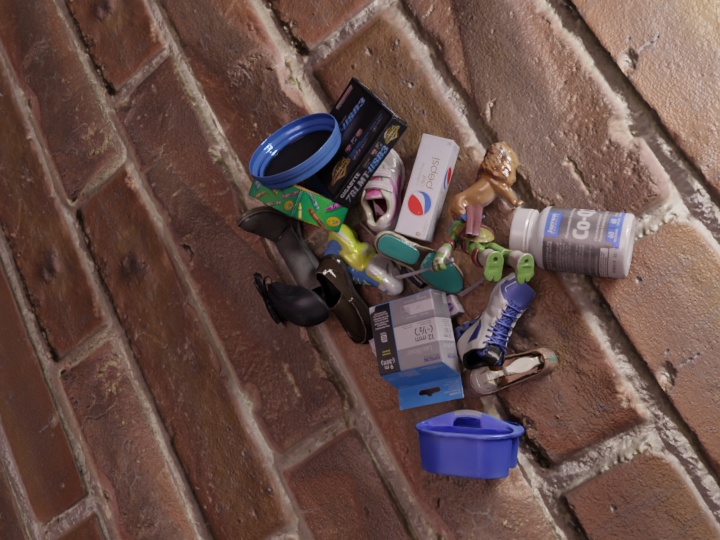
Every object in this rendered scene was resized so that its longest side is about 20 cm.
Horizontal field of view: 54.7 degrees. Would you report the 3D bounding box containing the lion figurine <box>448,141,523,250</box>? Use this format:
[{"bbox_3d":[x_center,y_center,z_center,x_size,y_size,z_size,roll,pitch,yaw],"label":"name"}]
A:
[{"bbox_3d":[0.227,-0.142,1.320,0.200,0.072,0.123,-39,85,10],"label":"lion figurine"}]

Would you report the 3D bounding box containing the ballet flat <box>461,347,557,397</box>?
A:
[{"bbox_3d":[0.262,0.186,1.283,0.199,0.067,0.069,-26,76,22],"label":"ballet flat"}]

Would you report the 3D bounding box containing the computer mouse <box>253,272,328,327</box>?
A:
[{"bbox_3d":[-0.147,0.077,1.428,0.199,0.053,0.139,7,134,45],"label":"computer mouse"}]

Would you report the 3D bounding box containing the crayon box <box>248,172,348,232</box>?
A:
[{"bbox_3d":[-0.130,-0.142,1.416,0.200,0.118,0.059,29,100,51],"label":"crayon box"}]

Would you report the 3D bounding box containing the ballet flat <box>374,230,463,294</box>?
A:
[{"bbox_3d":[0.119,-0.024,1.367,0.199,0.062,0.068,32,104,-2],"label":"ballet flat"}]

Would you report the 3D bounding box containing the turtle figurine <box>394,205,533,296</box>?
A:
[{"bbox_3d":[0.203,-0.003,1.235,0.200,0.144,0.194,-52,28,-3],"label":"turtle figurine"}]

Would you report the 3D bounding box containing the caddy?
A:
[{"bbox_3d":[0.197,0.307,1.265,0.199,0.141,0.106,-2,88,24],"label":"caddy"}]

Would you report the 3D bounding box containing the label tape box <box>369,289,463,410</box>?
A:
[{"bbox_3d":[0.103,0.151,1.305,0.143,0.066,0.202,-18,72,32],"label":"label tape box"}]

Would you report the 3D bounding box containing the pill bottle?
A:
[{"bbox_3d":[0.371,-0.053,1.225,0.199,0.114,0.115,8,89,25],"label":"pill bottle"}]

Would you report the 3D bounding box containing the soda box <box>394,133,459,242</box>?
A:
[{"bbox_3d":[0.132,-0.161,1.373,0.068,0.064,0.202,17,93,19],"label":"soda box"}]

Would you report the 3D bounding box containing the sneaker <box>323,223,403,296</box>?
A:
[{"bbox_3d":[0.000,0.000,1.433,0.200,0.076,0.105,47,124,21],"label":"sneaker"}]

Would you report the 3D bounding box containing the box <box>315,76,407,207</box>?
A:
[{"bbox_3d":[-0.018,-0.260,1.396,0.200,0.049,0.199,-53,42,18],"label":"box"}]

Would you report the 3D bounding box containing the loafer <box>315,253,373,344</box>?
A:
[{"bbox_3d":[-0.041,0.069,1.404,0.073,0.071,0.201,-20,102,43],"label":"loafer"}]

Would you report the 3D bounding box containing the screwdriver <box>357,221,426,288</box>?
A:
[{"bbox_3d":[0.065,-0.039,1.415,0.029,0.028,0.200,-43,71,10],"label":"screwdriver"}]

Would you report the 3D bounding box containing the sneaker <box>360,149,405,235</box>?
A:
[{"bbox_3d":[0.044,-0.165,1.404,0.081,0.088,0.202,-11,81,24],"label":"sneaker"}]

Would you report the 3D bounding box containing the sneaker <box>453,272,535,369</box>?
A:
[{"bbox_3d":[0.249,0.112,1.261,0.080,0.115,0.200,32,111,-20],"label":"sneaker"}]

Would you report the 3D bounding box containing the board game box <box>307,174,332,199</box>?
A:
[{"bbox_3d":[-0.035,-0.212,1.464,0.200,0.039,0.159,-43,45,28],"label":"board game box"}]

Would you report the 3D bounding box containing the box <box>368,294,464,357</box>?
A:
[{"bbox_3d":[0.110,0.112,1.377,0.199,0.041,0.039,-31,73,19],"label":"box"}]

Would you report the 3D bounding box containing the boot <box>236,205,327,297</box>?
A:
[{"bbox_3d":[-0.152,-0.033,1.446,0.072,0.181,0.201,-37,67,38],"label":"boot"}]

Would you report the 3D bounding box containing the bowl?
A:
[{"bbox_3d":[-0.128,-0.236,1.380,0.199,0.039,0.201,-21,37,17],"label":"bowl"}]
